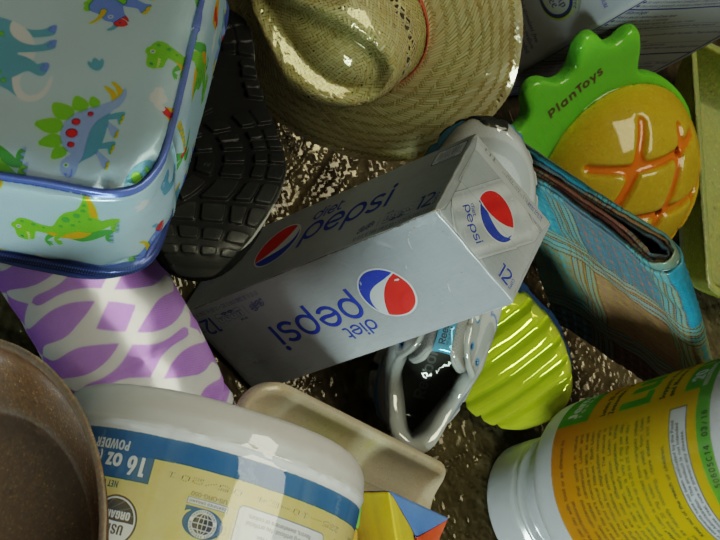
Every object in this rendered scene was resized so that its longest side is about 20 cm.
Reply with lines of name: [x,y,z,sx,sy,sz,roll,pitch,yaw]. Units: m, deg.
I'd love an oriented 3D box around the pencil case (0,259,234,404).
pencil case: [-0.142,0.007,0.995,0.084,0.085,0.200,-32,97,-32]

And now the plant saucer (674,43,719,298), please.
plant saucer: [0.297,-0.049,1.472,0.200,0.048,0.200,18,62,-39]

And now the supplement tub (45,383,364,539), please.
supplement tub: [-0.088,0.164,0.882,0.144,0.144,0.201,25,71,-36]

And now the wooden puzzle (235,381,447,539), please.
wooden puzzle: [-0.012,0.177,1.031,0.185,0.046,0.201,32,64,-51]

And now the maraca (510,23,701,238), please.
maraca: [0.154,-0.075,1.276,0.137,0.107,0.200,-44,141,-8]

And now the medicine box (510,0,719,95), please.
medicine box: [0.178,-0.200,1.298,0.182,0.200,0.103,-9,76,-45]

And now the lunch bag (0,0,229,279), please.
lunch bag: [-0.150,-0.099,0.916,0.160,0.083,0.200,9,55,0]

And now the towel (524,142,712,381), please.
towel: [0.152,0.012,1.196,0.022,0.147,0.200,-44,145,-13]

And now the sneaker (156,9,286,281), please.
sneaker: [-0.081,-0.049,1.039,0.075,0.088,0.200,4,41,-7]

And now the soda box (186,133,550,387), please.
soda box: [0.000,0.000,1.052,0.068,0.200,0.064,48,46,-21]

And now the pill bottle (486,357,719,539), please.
pill bottle: [0.174,0.122,1.175,0.111,0.200,0.111,19,62,-39]

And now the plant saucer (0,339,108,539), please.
plant saucer: [-0.181,0.127,0.841,0.037,0.200,0.201,36,50,-53]

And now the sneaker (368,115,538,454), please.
sneaker: [0.055,0.014,1.111,0.087,0.075,0.201,-83,-175,-74]

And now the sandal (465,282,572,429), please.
sandal: [0.068,0.009,1.210,0.200,0.079,0.087,58,16,-22]

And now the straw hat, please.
straw hat: [-0.012,-0.135,1.085,0.201,0.201,0.085,56,29,-12]
